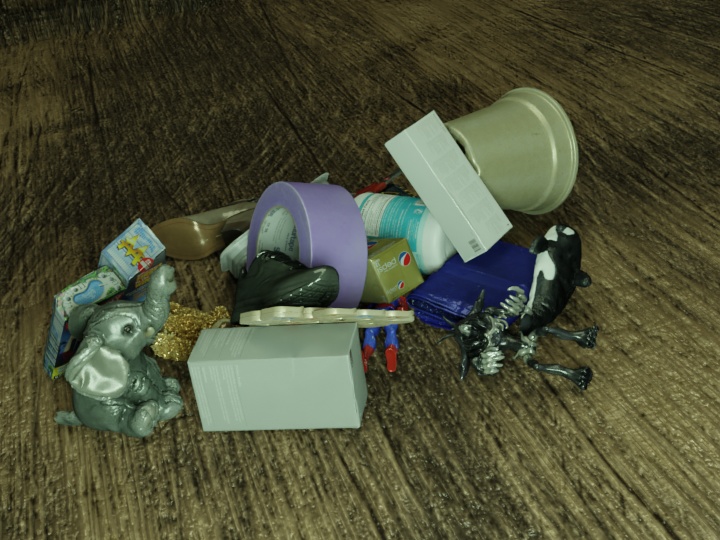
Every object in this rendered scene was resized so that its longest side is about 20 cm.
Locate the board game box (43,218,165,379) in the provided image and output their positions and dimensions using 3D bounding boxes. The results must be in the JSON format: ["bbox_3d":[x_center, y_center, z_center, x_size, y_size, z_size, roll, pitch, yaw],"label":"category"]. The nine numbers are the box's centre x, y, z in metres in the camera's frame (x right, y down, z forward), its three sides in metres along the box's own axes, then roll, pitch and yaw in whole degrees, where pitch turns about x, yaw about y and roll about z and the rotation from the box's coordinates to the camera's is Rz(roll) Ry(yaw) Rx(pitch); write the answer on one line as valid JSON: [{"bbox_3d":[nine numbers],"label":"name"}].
[{"bbox_3d":[-0.338,0.030,1.474,0.062,0.200,0.200,45,50,15],"label":"board game box"}]

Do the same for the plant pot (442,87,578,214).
[{"bbox_3d":[0.195,-0.169,1.666,0.183,0.201,0.200,-14,26,-35],"label":"plant pot"}]

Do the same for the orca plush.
[{"bbox_3d":[0.263,0.010,1.435,0.071,0.106,0.200,-3,27,32],"label":"orca plush"}]

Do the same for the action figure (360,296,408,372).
[{"bbox_3d":[0.031,0.065,1.470,0.065,0.052,0.200,-7,25,10],"label":"action figure"}]

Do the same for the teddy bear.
[{"bbox_3d":[-0.222,0.079,1.463,0.145,0.067,0.200,2,14,-35],"label":"teddy bear"}]

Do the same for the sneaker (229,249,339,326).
[{"bbox_3d":[-0.100,0.013,1.358,0.076,0.091,0.200,10,-18,-40],"label":"sneaker"}]

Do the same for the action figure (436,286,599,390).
[{"bbox_3d":[0.182,0.081,1.323,0.199,0.102,0.119,10,73,20],"label":"action figure"}]

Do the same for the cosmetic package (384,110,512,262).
[{"bbox_3d":[0.124,-0.117,1.530,0.051,0.200,0.083,-31,5,46],"label":"cosmetic package"}]

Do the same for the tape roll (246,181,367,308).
[{"bbox_3d":[-0.075,-0.017,1.469,0.085,0.201,0.200,2,20,-30],"label":"tape roll"}]

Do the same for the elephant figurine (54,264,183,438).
[{"bbox_3d":[-0.298,0.094,1.326,0.141,0.201,0.155,20,44,38],"label":"elephant figurine"}]

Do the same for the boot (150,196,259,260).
[{"bbox_3d":[-0.236,-0.076,1.801,0.199,0.070,0.146,1,22,14],"label":"boot"}]

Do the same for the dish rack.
[{"bbox_3d":[-0.118,-0.057,1.628,0.200,0.044,0.172,-39,-5,-11],"label":"dish rack"}]

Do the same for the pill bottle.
[{"bbox_3d":[0.049,-0.056,1.623,0.199,0.111,0.111,8,31,29],"label":"pill bottle"}]

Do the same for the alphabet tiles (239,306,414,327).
[{"bbox_3d":[-0.039,0.057,1.323,0.199,0.015,0.195,4,-9,-34],"label":"alphabet tiles"}]

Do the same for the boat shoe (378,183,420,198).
[{"bbox_3d":[0.072,-0.101,1.743,0.200,0.071,0.091,5,34,28],"label":"boat shoe"}]

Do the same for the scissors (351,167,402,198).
[{"bbox_3d":[0.039,-0.138,1.757,0.200,0.014,0.073,-29,22,-24],"label":"scissors"}]

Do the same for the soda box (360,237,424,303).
[{"bbox_3d":[0.000,0.000,1.505,0.064,0.068,0.200,-31,15,-26],"label":"soda box"}]

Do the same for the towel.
[{"bbox_3d":[0.174,0.026,1.508,0.147,0.050,0.200,19,36,30],"label":"towel"}]

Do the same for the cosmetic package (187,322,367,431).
[{"bbox_3d":[-0.096,0.128,1.317,0.199,0.107,0.090,-3,27,7],"label":"cosmetic package"}]
